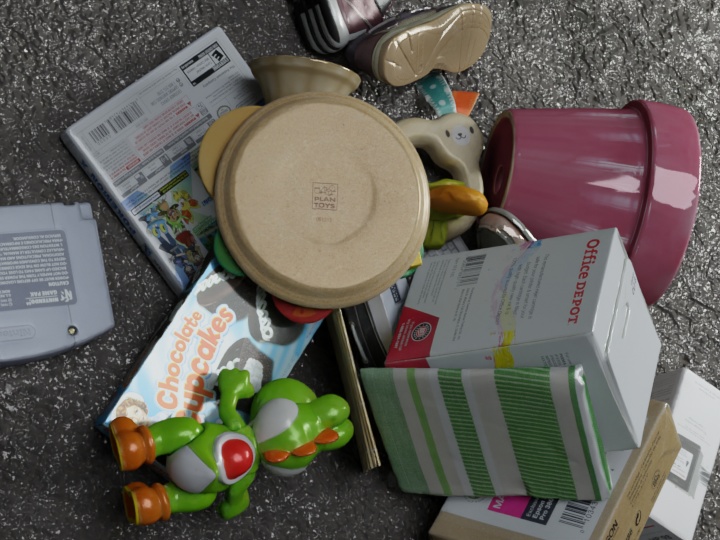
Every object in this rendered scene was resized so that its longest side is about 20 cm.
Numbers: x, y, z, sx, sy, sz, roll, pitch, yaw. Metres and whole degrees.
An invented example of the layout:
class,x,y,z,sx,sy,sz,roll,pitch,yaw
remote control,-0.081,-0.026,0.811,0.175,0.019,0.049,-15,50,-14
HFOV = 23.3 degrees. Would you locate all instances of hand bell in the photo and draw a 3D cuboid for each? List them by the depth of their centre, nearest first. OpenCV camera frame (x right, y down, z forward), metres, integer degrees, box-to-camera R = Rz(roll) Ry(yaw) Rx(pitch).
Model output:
class,x,y,z,sx,sy,sz,roll,pitch,yaw
hand bell,-0.065,-0.084,1.588,0.103,0.104,0.202,13,80,-26

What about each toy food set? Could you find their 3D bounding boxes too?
class,x,y,z,sx,sy,sz,roll,pitch,yaw
toy food set,-0.036,-0.058,1.525,0.198,0.049,0.200,-12,81,-14

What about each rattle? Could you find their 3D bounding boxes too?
class,x,y,z,sx,sy,sz,roll,pitch,yaw
rattle,0.089,-0.129,1.670,0.130,0.143,0.201,30,62,4

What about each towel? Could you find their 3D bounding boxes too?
class,x,y,z,sx,sy,sz,roll,pitch,yaw
towel,0.111,0.141,1.527,0.023,0.198,0.153,-65,145,-47

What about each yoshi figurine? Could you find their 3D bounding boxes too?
class,x,y,z,sx,sy,sz,roll,pitch,yaw
yoshi figurine,-0.108,0.143,1.464,0.198,0.113,0.113,-14,57,-14

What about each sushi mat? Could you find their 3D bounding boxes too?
class,x,y,z,sx,sy,sz,roll,pitch,yaw
sushi mat,-0.014,0.082,1.576,0.012,0.096,0.202,-14,81,-6

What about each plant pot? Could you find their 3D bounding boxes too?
class,x,y,z,sx,sy,sz,roll,pitch,yaw
plant pot,0.214,-0.078,1.711,0.177,0.200,0.202,11,68,-11

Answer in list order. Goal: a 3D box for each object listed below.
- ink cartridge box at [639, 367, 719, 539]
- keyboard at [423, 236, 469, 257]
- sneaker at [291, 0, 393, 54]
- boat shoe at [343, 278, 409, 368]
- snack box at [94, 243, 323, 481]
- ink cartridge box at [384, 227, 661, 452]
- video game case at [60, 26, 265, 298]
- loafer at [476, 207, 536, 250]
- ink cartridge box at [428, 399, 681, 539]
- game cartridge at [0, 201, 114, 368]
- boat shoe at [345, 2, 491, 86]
class,x,y,z,sx,sy,sz,roll,pitch,yaw
ink cartridge box,0.275,0.205,1.691,0.066,0.116,0.201,33,61,-19
keyboard,0.069,-0.038,1.709,0.056,0.011,0.201,-35,94,-33
sneaker,-0.025,-0.316,1.713,0.115,0.075,0.202,-17,94,-38
boat shoe,0.000,0.000,1.620,0.072,0.067,0.202,-26,97,-54
snack box,-0.128,0.085,1.518,0.116,0.037,0.201,37,71,-15
ink cartridge box,0.150,0.072,1.568,0.145,0.198,0.146,62,32,-32
video game case,-0.147,-0.101,1.596,0.200,0.022,0.183,-40,97,-34
loafer,0.151,0.031,1.664,0.063,0.072,0.201,-46,131,-22
ink cartridge box,0.179,0.201,1.601,0.201,0.164,0.075,-58,142,-30
game cartridge,-0.308,0.014,1.457,0.199,0.041,0.134,-5,81,-32
boat shoe,0.060,-0.229,1.724,0.200,0.064,0.073,-28,131,-49
